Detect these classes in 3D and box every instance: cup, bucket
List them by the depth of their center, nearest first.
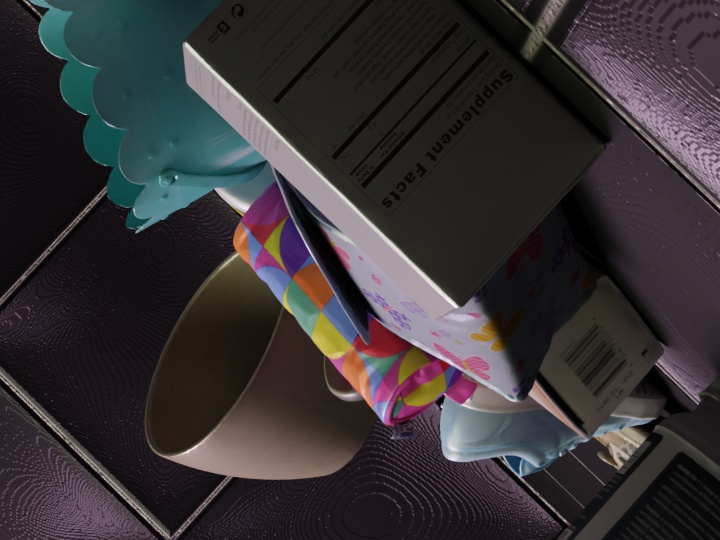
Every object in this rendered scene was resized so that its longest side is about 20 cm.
[{"bbox_3d":[-0.135,-0.142,1.364,0.207,0.134,0.209,156,90,-80],"label":"bucket"},{"bbox_3d":[-0.066,0.095,1.651,0.143,0.201,0.200,31,-179,-25],"label":"cup"}]

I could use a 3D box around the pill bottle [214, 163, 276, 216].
[{"bbox_3d":[-0.050,-0.080,1.561,0.112,0.113,0.200,42,180,14],"label":"pill bottle"}]

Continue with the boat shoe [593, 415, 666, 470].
[{"bbox_3d":[0.237,0.159,1.532,0.073,0.063,0.200,9,-164,-34],"label":"boat shoe"}]

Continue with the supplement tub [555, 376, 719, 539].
[{"bbox_3d":[0.211,0.184,1.274,0.140,0.200,0.140,43,176,4],"label":"supplement tub"}]

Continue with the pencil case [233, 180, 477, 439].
[{"bbox_3d":[-0.006,0.022,1.400,0.200,0.088,0.088,49,178,23],"label":"pencil case"}]

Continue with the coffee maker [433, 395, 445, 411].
[{"bbox_3d":[0.062,0.025,1.748,0.200,0.135,0.191,43,-159,25],"label":"coffee maker"}]

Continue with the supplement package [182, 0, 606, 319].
[{"bbox_3d":[0.015,-0.086,1.070,0.200,0.120,0.121,44,174,0],"label":"supplement package"}]

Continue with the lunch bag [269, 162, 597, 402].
[{"bbox_3d":[0.031,-0.024,1.264,0.199,0.128,0.170,29,165,28],"label":"lunch bag"}]

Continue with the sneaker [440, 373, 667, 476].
[{"bbox_3d":[0.140,0.112,1.487,0.198,0.083,0.074,4,-157,-30],"label":"sneaker"}]

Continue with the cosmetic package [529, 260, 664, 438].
[{"bbox_3d":[0.108,0.020,1.402,0.103,0.087,0.200,46,175,-39],"label":"cosmetic package"}]

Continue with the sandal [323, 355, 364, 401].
[{"bbox_3d":[-0.001,-0.001,1.503,0.057,0.203,0.079,19,164,-42],"label":"sandal"}]
